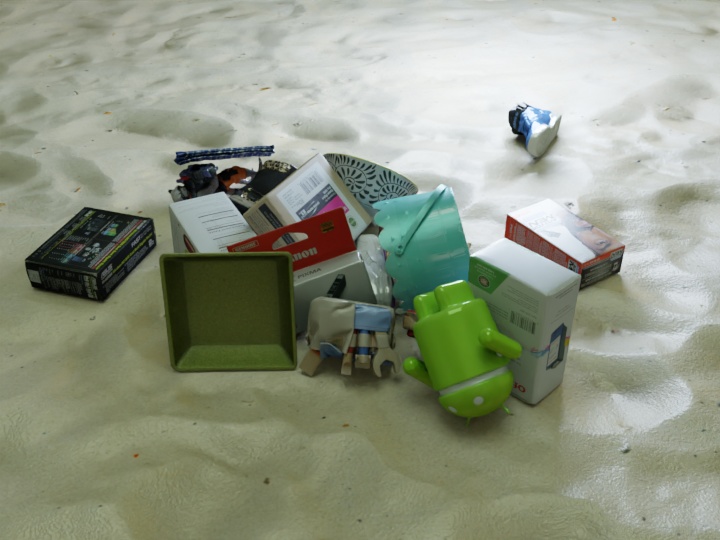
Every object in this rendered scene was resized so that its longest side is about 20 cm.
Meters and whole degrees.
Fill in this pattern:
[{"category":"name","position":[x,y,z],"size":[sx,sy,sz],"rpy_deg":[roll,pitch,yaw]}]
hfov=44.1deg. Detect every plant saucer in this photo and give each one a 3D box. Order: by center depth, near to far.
[{"category":"plant saucer","position":[-0.198,0.056,1.368],"size":[0.198,0.202,0.048],"rpy_deg":[-1,24,0]}]

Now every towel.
[{"category":"towel","position":[-0.272,-0.228,1.782],"size":[0.198,0.024,0.145],"rpy_deg":[-5,4,-9]}]

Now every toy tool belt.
[{"category":"toy tool belt","position":[0.009,0.113,1.375],"size":[0.198,0.124,0.125],"rpy_deg":[8,-1,3]}]

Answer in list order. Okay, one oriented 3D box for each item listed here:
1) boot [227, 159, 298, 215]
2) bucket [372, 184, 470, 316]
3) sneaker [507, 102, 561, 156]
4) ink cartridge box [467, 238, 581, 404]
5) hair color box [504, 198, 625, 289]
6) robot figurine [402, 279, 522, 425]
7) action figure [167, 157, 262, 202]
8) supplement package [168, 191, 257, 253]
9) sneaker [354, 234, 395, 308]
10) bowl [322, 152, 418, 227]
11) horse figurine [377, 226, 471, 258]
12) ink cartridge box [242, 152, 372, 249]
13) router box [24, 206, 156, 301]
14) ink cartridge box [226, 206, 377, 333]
[{"category":"boot","position":[-0.140,-0.124,1.688],"size":[0.199,0.073,0.151],"rpy_deg":[24,49,10]},{"category":"bucket","position":[0.108,-0.036,1.458],"size":[0.134,0.208,0.208],"rpy_deg":[-15,34,6]},{"category":"sneaker","position":[0.374,-0.319,1.997],"size":[0.110,0.077,0.200],"rpy_deg":[20,35,18]},{"category":"ink cartridge box","position":[0.234,0.076,1.325],"size":[0.087,0.202,0.145],"rpy_deg":[-26,40,-37]},{"category":"hair color box","position":[0.369,-0.051,1.626],"size":[0.110,0.064,0.200],"rpy_deg":[-20,40,-27]},{"category":"robot figurine","position":[0.148,0.118,1.274],"size":[0.175,0.202,0.115],"rpy_deg":[-26,-9,40]},{"category":"action figure","position":[-0.286,-0.169,1.779],"size":[0.192,0.106,0.200],"rpy_deg":[-18,13,-16]},{"category":"supplement package","position":[-0.254,-0.037,1.571],"size":[0.109,0.115,0.200],"rpy_deg":[-15,37,-22]},{"category":"sneaker","position":[0.000,0.000,1.546],"size":[0.099,0.075,0.201],"rpy_deg":[-5,35,-8]},{"category":"bowl","position":[0.004,-0.142,1.709],"size":[0.199,0.095,0.201],"rpy_deg":[19,-7,2]},{"category":"horse figurine","position":[0.109,-0.029,1.599],"size":[0.198,0.050,0.133],"rpy_deg":[19,56,14]},{"category":"ink cartridge box","position":[-0.089,-0.093,1.578],"size":[0.075,0.165,0.200],"rpy_deg":[-33,10,40]},{"category":"router box","position":[-0.484,-0.034,1.617],"size":[0.148,0.063,0.200],"rpy_deg":[10,36,16]},{"category":"ink cartridge box","position":[-0.091,0.010,1.408],"size":[0.198,0.175,0.044],"rpy_deg":[-19,35,1]}]
